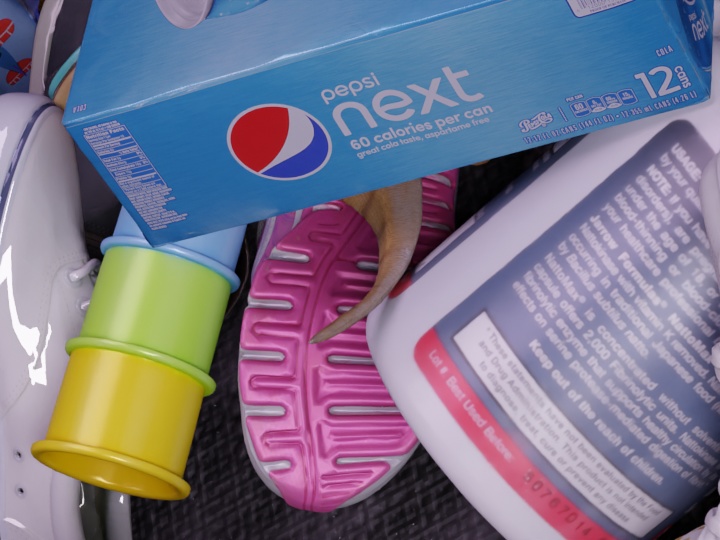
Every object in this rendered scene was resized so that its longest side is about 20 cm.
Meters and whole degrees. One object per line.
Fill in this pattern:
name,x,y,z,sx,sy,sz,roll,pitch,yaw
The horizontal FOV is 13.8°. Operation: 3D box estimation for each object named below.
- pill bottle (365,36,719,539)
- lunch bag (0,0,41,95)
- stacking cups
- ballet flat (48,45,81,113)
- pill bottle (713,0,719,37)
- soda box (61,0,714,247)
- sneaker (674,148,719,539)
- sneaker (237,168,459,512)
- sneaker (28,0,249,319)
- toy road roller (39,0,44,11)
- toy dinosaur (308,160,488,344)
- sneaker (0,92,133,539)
pill bottle,0.111,-0.004,0.959,0.200,0.120,0.120,-41,42,13
lunch bag,-0.206,-0.067,1.266,0.200,0.150,0.094,-39,43,16
stacking cups,-0.069,-0.020,1.092,0.060,0.060,0.201,-1,70,42
ballet flat,-0.031,-0.108,1.166,0.200,0.069,0.063,-41,80,-16
pill bottle,0.110,-0.154,1.030,0.112,0.112,0.201,20,103,47
soda box,0.009,-0.073,0.947,0.199,0.064,0.068,-14,43,22
sneaker,0.116,0.064,0.882,0.115,0.074,0.201,-21,90,35
sneaker,0.000,0.000,1.088,0.088,0.081,0.201,109,174,-63
sneaker,-0.080,-0.054,1.212,0.106,0.075,0.201,4,74,39
toy road roller,-0.196,-0.184,1.322,0.146,0.123,0.201,36,133,37
toy dinosaur,0.007,-0.041,1.015,0.106,0.061,0.200,-31,40,-1
sneaker,-0.110,0.033,1.135,0.070,0.073,0.201,3,101,19
